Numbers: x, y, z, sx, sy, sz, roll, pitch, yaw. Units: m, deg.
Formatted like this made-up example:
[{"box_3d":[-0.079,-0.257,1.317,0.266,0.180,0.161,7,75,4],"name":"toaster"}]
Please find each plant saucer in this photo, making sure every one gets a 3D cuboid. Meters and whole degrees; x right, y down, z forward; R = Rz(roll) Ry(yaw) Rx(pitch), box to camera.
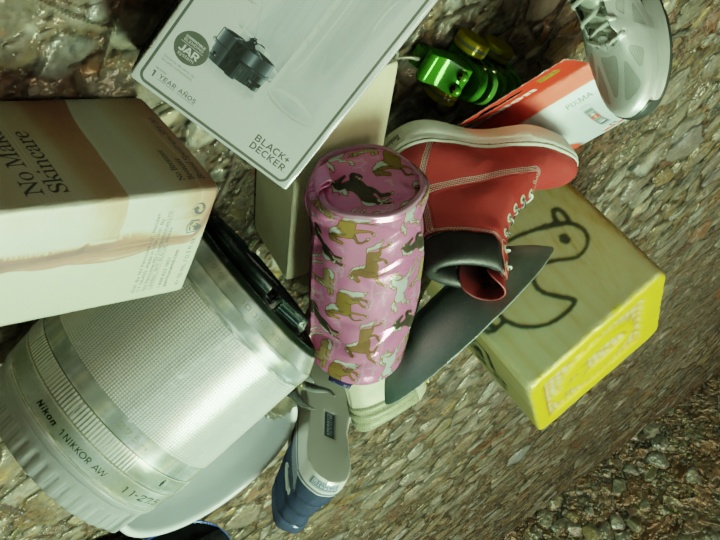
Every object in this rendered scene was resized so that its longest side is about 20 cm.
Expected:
[{"box_3d":[0.083,0.035,0.801,0.201,0.039,0.201,-43,179,-1],"name":"plant saucer"}]

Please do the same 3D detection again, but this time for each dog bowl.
[{"box_3d":[-0.162,0.159,0.872,0.199,0.079,0.201,-33,152,-19],"name":"dog bowl"}]

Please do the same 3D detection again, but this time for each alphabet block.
[{"box_3d":[0.204,0.029,1.037,0.195,0.200,0.197,-41,154,-2],"name":"alphabet block"}]

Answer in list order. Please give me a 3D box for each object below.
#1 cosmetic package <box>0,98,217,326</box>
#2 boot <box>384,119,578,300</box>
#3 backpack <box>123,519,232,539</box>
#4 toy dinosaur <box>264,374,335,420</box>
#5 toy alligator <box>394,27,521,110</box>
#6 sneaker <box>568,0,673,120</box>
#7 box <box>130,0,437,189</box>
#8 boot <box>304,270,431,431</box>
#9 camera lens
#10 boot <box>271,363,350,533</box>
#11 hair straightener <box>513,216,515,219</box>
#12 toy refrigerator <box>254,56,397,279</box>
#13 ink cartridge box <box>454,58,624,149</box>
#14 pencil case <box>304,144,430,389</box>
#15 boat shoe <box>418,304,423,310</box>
[{"box_3d":[-0.195,-0.035,0.512,0.199,0.103,0.088,-14,142,-46],"name":"cosmetic package"},{"box_3d":[0.118,-0.044,0.748,0.198,0.146,0.072,-4,155,-35],"name":"boot"},{"box_3d":[-0.227,0.384,1.022,0.199,0.184,0.147,-22,171,-40],"name":"backpack"},{"box_3d":[-0.081,0.078,0.809,0.077,0.103,0.200,-34,-179,-1],"name":"toy dinosaur"},{"box_3d":[0.082,-0.161,0.749,0.199,0.054,0.060,-6,137,-50],"name":"toy alligator"},{"box_3d":[0.161,-0.207,0.682,0.114,0.203,0.075,-15,-175,-33],"name":"sneaker"},{"box_3d":[-0.028,-0.163,0.525,0.116,0.060,0.200,34,107,-20],"name":"box"},{"box_3d":[0.040,0.047,0.905,0.200,0.072,0.156,-44,132,-27],"name":"boot"},{"box_3d":[-0.145,0.065,0.662,0.200,0.160,0.160,-41,154,0],"name":"camera lens"},{"box_3d":[-0.054,0.176,0.964,0.091,0.072,0.201,-53,-165,29],"name":"boot"},{"box_3d":[0.066,-0.066,0.857,0.198,0.077,0.041,-7,118,-27],"name":"hair straightener"},{"box_3d":[-0.033,-0.090,0.687,0.075,0.070,0.201,-21,147,-22],"name":"toy refrigerator"},{"box_3d":[0.154,-0.124,0.811,0.161,0.051,0.199,-29,176,30],"name":"ink cartridge box"},{"box_3d":[0.000,0.000,0.682,0.086,0.083,0.201,-36,149,-32],"name":"pencil case"},{"box_3d":[0.012,0.085,1.009,0.199,0.072,0.062,-7,143,-51],"name":"boat shoe"}]
